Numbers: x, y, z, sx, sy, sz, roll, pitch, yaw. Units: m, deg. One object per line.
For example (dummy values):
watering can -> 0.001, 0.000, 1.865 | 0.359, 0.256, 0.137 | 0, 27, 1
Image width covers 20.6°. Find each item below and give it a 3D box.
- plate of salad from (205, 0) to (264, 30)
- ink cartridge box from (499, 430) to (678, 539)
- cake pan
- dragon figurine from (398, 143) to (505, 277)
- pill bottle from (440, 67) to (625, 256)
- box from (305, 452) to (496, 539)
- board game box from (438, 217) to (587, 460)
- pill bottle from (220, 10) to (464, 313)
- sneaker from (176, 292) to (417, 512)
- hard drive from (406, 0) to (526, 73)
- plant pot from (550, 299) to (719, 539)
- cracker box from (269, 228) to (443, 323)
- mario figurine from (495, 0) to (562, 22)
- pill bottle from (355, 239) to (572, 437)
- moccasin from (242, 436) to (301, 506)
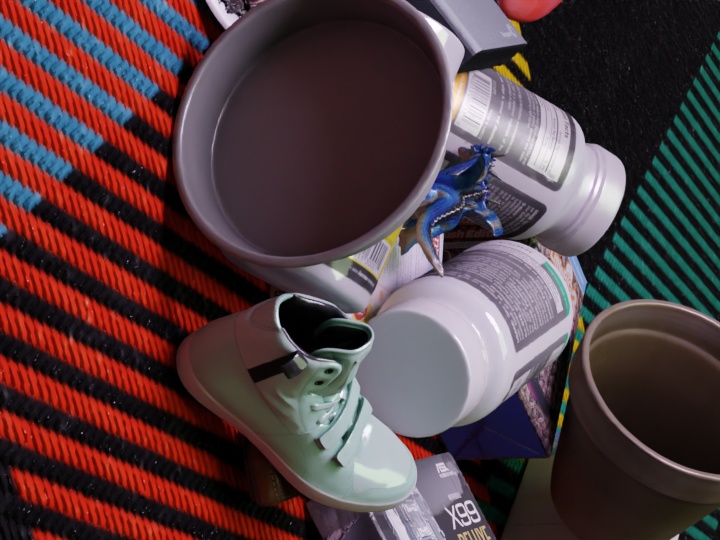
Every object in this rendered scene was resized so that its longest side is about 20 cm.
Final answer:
plate of salad -> -0.036, -0.240, 1.402 | 0.199, 0.048, 0.201 | 2, 87, -39
ink cartridge box -> 0.216, 0.263, 1.880 | 0.200, 0.125, 0.129 | -61, 140, -49
cake pan -> -0.027, -0.091, 1.292 | 0.037, 0.199, 0.201 | 40, 51, -59
dragon figurine -> 0.071, -0.052, 1.447 | 0.200, 0.099, 0.059 | -119, -162, -75
pill bottle -> 0.110, -0.095, 1.606 | 0.199, 0.116, 0.117 | 28, 56, -24
box -> 0.051, 0.228, 1.533 | 0.158, 0.050, 0.200 | 63, 21, 12
board game box -> 0.117, 0.039, 1.723 | 0.160, 0.096, 0.201 | 61, 35, -44
pill bottle -> -0.009, -0.082, 1.368 | 0.114, 0.114, 0.201 | 40, 71, -58
sneaker -> -0.013, 0.090, 1.308 | 0.200, 0.118, 0.074 | 36, 48, -26
hard drive -> 0.042, -0.242, 1.542 | 0.200, 0.033, 0.139 | 53, 22, 6
plant pot -> 0.252, 0.155, 1.746 | 0.174, 0.199, 0.200 | -63, -179, 42
cracker box -> 0.000, 0.000, 1.515 | 0.200, 0.057, 0.135 | 30, 61, -61
mario figurine -> 0.127, -0.295, 1.826 | 0.123, 0.106, 0.200 | 30, 31, -20
pill bottle -> 0.076, 0.050, 1.475 | 0.200, 0.113, 0.114 | -27, 111, -62
moccasin -> -0.022, 0.121, 1.422 | 0.201, 0.077, 0.074 | -15, 101, -64
